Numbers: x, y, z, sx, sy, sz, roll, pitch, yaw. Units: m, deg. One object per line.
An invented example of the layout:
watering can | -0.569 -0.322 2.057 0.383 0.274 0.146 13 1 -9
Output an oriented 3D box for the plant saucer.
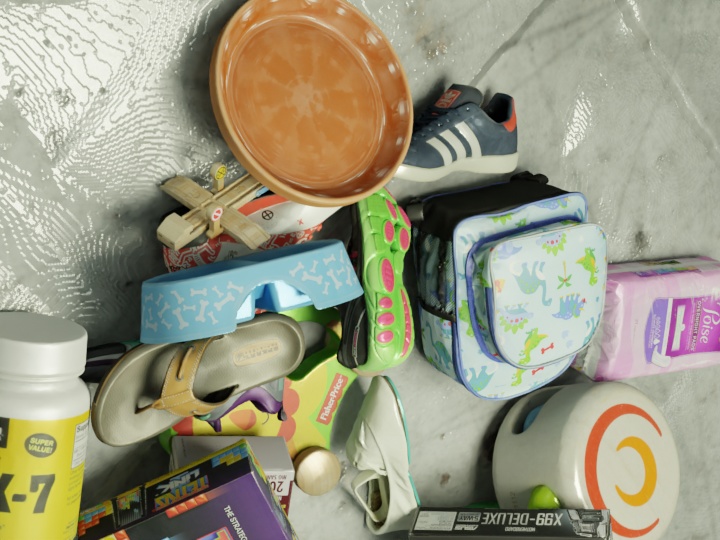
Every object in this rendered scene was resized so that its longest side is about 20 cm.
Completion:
plant saucer | -0.044 -0.152 1.314 0.199 0.032 0.202 10 71 -30

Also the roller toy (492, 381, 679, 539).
roller toy | 0.238 0.214 1.583 0.199 0.139 0.184 17 72 -36

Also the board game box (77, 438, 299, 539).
board game box | -0.133 0.269 1.312 0.164 0.057 0.201 -24 119 2

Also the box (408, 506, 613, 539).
box | 0.158 0.314 1.491 0.050 0.198 0.159 -64 149 -58

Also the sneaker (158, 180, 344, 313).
sneaker | -0.084 -0.023 1.352 0.200 0.067 0.109 -20 116 -24

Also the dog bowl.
dog bowl | -0.095 0.015 1.259 0.199 0.111 0.050 -14 98 -23

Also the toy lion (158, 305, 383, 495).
toy lion | -0.090 0.116 1.400 0.191 0.069 0.201 24 90 -29

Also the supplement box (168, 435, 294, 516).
supplement box | -0.128 0.253 1.372 0.108 0.061 0.202 1 117 -15

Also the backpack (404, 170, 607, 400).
backpack | 0.149 0.025 1.475 0.182 0.147 0.202 -14 115 -28

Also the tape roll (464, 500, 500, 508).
tape roll | 0.136 0.356 1.631 0.199 0.048 0.202 -11 111 -31

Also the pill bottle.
pill bottle | -0.285 0.143 1.237 0.114 0.114 0.202 0 104 -34

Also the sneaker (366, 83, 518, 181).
sneaker | 0.073 -0.136 1.421 0.199 0.075 0.085 -10 112 -42

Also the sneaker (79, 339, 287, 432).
sneaker | -0.158 0.102 1.305 0.198 0.074 0.088 -4 89 -15

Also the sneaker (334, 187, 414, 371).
sneaker | 0.000 0.000 1.376 0.077 0.083 0.201 35 46 -43

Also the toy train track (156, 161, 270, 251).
toy train track | -0.099 -0.082 1.301 0.200 0.114 0.033 -37 148 -36

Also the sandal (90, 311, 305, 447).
sandal | -0.132 0.093 1.255 0.198 0.055 0.082 -16 109 -19

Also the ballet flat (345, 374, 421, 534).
ballet flat | 0.019 0.194 1.480 0.069 0.069 0.201 -30 132 -23

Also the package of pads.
package of pads | 0.326 0.053 1.648 0.199 0.076 0.122 -4 109 -33
